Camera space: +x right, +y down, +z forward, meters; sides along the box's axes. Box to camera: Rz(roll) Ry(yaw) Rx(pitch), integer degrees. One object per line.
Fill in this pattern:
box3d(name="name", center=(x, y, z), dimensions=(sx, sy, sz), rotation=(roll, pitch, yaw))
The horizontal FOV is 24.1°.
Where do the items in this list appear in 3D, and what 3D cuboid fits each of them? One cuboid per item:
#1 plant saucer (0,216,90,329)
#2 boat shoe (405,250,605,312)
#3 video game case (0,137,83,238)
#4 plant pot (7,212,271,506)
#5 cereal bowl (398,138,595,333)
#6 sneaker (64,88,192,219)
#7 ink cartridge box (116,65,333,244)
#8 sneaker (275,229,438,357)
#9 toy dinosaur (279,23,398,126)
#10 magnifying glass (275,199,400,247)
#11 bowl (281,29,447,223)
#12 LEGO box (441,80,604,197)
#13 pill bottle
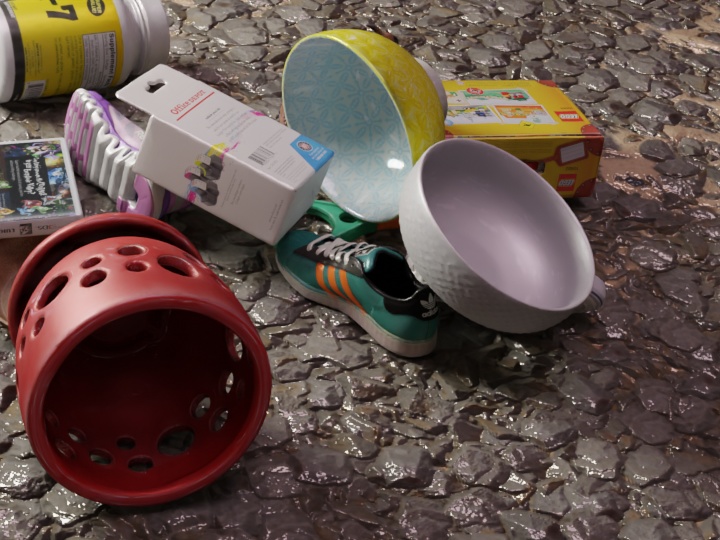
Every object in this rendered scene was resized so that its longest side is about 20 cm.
box3d(name="plant saucer", center=(-0.260, 0.019, 1.573), dimensions=(0.199, 0.037, 0.201), rotation=(6, 36, -4))
box3d(name="boat shoe", center=(0.138, 0.022, 1.644), dimensions=(0.199, 0.071, 0.070), rotation=(13, 62, -1))
box3d(name="video game case", center=(-0.372, -0.079, 1.661), dimensions=(0.181, 0.023, 0.200), rotation=(-6, 27, -12))
box3d(name="plant pot", center=(-0.188, 0.065, 1.392), dimensions=(0.199, 0.201, 0.183), rotation=(-4, 29, -17))
box3d(name="cereal bowl", center=(0.115, -0.021, 1.561), dimensions=(0.199, 0.083, 0.201), rotation=(23, 42, -23))
box3d(name="sneaker", center=(-0.234, -0.118, 1.744), dimensions=(0.088, 0.081, 0.200), rotation=(-12, 45, -38))
box3d(name="ink cartridge box", center=(-0.141, -0.116, 1.654), dimensions=(0.199, 0.068, 0.115), rotation=(28, 28, 7))
box3d(name="sneaker", center=(0.000, 0.000, 1.617), dimensions=(0.200, 0.080, 0.071), rotation=(32, 42, 30))
box3d(name="toy dinosaur", center=(-0.044, -0.186, 1.823), dimensions=(0.086, 0.136, 0.200), rotation=(22, 37, 18))
box3d(name="magnifying glass", center=(-0.005, -0.052, 1.742), dimensions=(0.199, 0.022, 0.080), rotation=(-5, 37, -20))
box3d(name="bowl", center=(0.024, -0.160, 1.702), dimensions=(0.107, 0.201, 0.200), rotation=(-29, 49, -31))
box3d(name="LEGO box", center=(0.142, -0.144, 1.842), dimensions=(0.199, 0.078, 0.149), rotation=(-2, 31, -17))
box3d(name="pill bottle", center=(-0.321, -0.256, 1.880), dimensions=(0.199, 0.115, 0.114), rotation=(-12, 40, -28))
